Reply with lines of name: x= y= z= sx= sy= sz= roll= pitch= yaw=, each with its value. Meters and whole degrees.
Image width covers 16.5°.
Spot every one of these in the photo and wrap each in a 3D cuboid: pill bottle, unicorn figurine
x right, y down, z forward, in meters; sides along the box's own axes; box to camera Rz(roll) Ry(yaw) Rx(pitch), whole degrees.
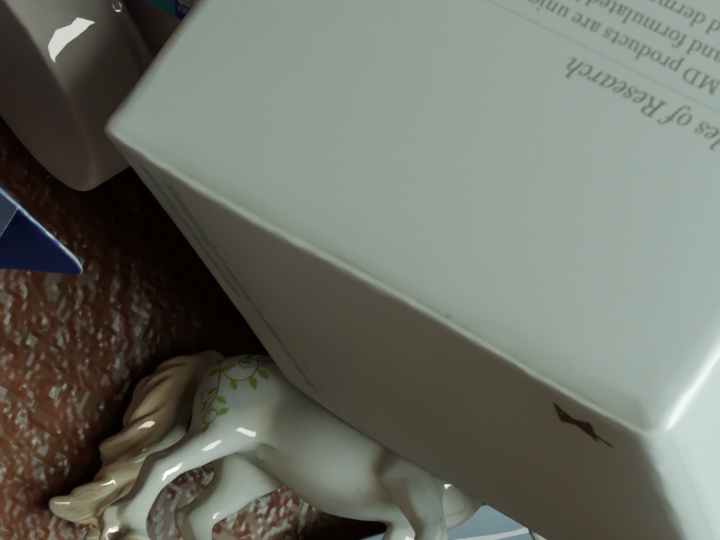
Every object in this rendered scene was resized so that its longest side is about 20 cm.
pill bottle: x=-0.039 y=-0.121 z=0.843 sx=0.200 sy=0.114 sz=0.114 roll=-35 pitch=114 yaw=-18
unicorn figurine: x=0.002 y=0.076 z=0.869 sx=0.138 sy=0.199 sz=0.074 roll=-58 pitch=169 yaw=-36

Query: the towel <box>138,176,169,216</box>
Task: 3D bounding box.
towel: x=0.000 y=0.000 z=0.958 sx=0.200 sy=0.018 sz=0.086 roll=50 pitch=64 yaw=-29

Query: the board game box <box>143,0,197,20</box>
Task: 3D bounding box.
board game box: x=-0.093 y=-0.182 z=0.778 sx=0.199 sy=0.045 sz=0.153 roll=26 pitch=71 yaw=8

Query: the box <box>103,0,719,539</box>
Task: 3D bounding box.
box: x=0.070 y=-0.024 z=0.757 sx=0.172 sy=0.199 sz=0.199 roll=-56 pitch=154 yaw=-13

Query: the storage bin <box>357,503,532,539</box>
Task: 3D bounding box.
storage bin: x=0.096 y=0.176 z=0.930 sx=0.199 sy=0.146 sz=0.135 roll=-15 pitch=130 yaw=-8

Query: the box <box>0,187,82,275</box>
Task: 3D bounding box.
box: x=-0.184 y=-0.049 z=0.741 sx=0.200 sy=0.121 sz=0.033 roll=42 pitch=66 yaw=-32
